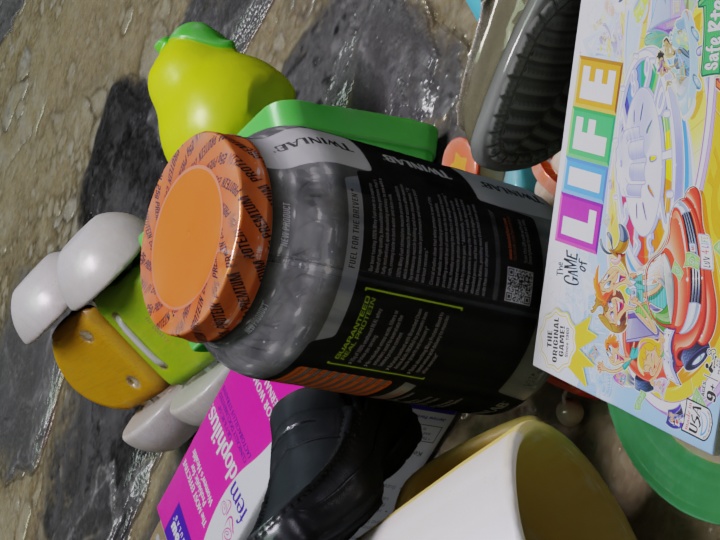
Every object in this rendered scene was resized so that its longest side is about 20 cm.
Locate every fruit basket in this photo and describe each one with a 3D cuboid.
[{"bbox_3d":[-0.061,-0.066,1.020,0.215,0.154,0.218,-12,75,53],"label":"fruit basket"}]

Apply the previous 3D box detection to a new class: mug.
[{"bbox_3d":[0.054,0.168,0.730,0.152,0.186,0.151,-30,84,23],"label":"mug"}]

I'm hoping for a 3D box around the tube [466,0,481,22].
[{"bbox_3d":[0.093,-0.136,0.866,0.050,0.078,0.201,-35,37,6],"label":"tube"}]

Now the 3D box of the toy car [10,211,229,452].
[{"bbox_3d":[-0.151,0.028,1.161,0.199,0.175,0.150,-30,17,51],"label":"toy car"}]

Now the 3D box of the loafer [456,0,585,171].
[{"bbox_3d":[0.094,-0.146,0.742,0.070,0.075,0.202,36,111,48],"label":"loafer"}]

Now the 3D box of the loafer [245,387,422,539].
[{"bbox_3d":[-0.022,0.096,0.772,0.068,0.071,0.201,-39,2,20],"label":"loafer"}]

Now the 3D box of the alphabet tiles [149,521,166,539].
[{"bbox_3d":[-0.133,0.269,1.153,0.167,0.006,0.201,-62,34,24],"label":"alphabet tiles"}]

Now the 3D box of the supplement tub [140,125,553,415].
[{"bbox_3d":[0.000,0.000,0.756,0.122,0.198,0.124,-22,62,50],"label":"supplement tub"}]

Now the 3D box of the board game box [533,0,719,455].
[{"bbox_3d":[0.138,-0.037,0.670,0.134,0.034,0.203,25,112,60],"label":"board game box"}]

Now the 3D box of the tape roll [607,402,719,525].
[{"bbox_3d":[0.190,0.016,0.682,0.200,0.048,0.203,-29,54,51],"label":"tape roll"}]

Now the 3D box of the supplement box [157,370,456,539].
[{"bbox_3d":[-0.037,0.119,0.963,0.201,0.102,0.102,-62,35,26],"label":"supplement box"}]

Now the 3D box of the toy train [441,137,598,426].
[{"bbox_3d":[0.089,-0.012,0.852,0.200,0.055,0.152,33,106,57],"label":"toy train"}]
